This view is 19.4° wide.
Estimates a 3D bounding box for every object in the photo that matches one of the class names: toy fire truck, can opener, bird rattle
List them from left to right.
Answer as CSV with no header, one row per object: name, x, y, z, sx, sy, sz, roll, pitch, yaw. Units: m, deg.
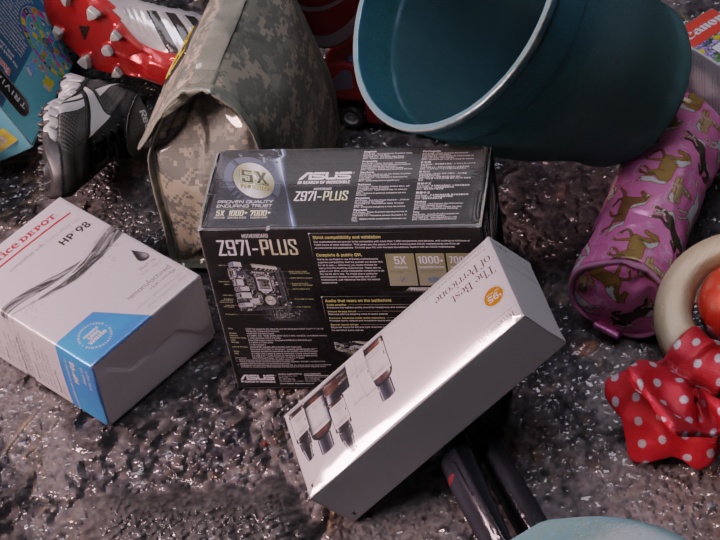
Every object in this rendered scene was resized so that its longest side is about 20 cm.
toy fire truck,0.059,-0.176,1.691,0.200,0.141,0.049,9,44,20
can opener,0.082,0.134,1.421,0.063,0.079,0.200,-9,51,-10
bird rattle,0.263,0.050,1.442,0.200,0.113,0.163,-15,55,11

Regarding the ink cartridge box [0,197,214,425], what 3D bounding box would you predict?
ink cartridge box,-0.223,0.021,1.596,0.200,0.067,0.116,27,55,34

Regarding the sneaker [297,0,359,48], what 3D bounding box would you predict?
sneaker,0.003,-0.283,1.677,0.071,0.112,0.200,23,74,18

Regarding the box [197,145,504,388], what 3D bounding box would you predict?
box,0.000,0.000,1.502,0.200,0.164,0.086,-1,44,11

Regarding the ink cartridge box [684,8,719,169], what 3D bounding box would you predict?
ink cartridge box,0.281,-0.137,1.629,0.050,0.109,0.200,-32,47,-21

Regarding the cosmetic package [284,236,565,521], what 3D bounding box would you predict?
cosmetic package,0.040,0.074,1.420,0.200,0.051,0.083,-42,43,19

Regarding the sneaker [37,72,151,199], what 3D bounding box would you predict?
sneaker,-0.211,-0.112,1.713,0.090,0.067,0.200,2,23,0

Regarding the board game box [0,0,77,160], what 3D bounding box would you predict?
board game box,-0.309,-0.211,1.787,0.047,0.151,0.200,-20,32,29

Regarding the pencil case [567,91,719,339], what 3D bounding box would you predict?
pencil case,0.213,-0.043,1.560,0.083,0.087,0.200,-6,40,31

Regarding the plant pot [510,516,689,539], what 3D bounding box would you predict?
plant pot,0.127,0.255,1.198,0.196,0.196,0.200,-28,35,-17

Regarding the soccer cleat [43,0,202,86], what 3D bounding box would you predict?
soccer cleat,-0.176,-0.198,1.803,0.200,0.069,0.085,25,38,11

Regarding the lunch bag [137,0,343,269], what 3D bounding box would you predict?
lunch bag,-0.095,-0.121,1.623,0.117,0.200,0.164,5,46,16

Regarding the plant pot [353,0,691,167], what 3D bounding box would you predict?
plant pot,0.129,-0.163,1.516,0.200,0.188,0.200,-23,57,41
